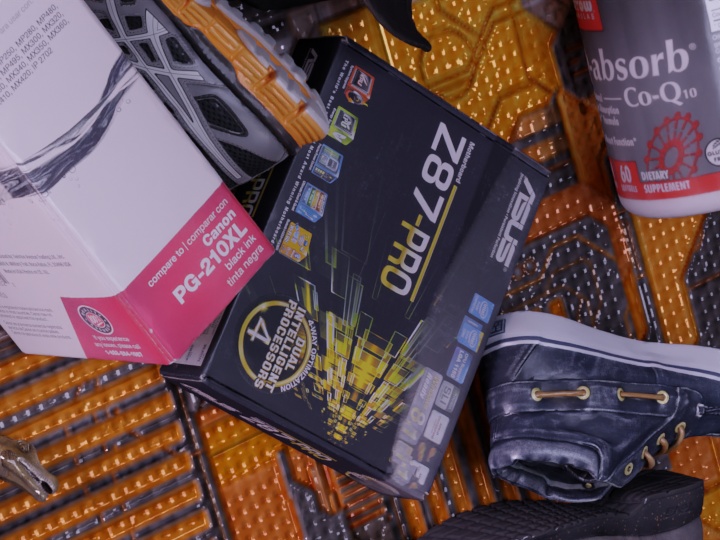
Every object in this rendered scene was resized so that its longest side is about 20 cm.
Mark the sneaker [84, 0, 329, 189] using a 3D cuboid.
[{"bbox_3d":[-0.106,-0.118,1.378,0.077,0.078,0.200,-41,104,14],"label":"sneaker"}]

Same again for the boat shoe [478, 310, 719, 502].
[{"bbox_3d":[0.151,0.089,1.551,0.200,0.071,0.091,12,63,-27],"label":"boat shoe"}]

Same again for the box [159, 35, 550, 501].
[{"bbox_3d":[0.000,0.000,1.468,0.161,0.049,0.200,32,73,-34],"label":"box"}]

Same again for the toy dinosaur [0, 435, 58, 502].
[{"bbox_3d":[-0.229,0.062,1.319,0.200,0.058,0.101,52,49,-33],"label":"toy dinosaur"}]

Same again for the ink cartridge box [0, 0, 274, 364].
[{"bbox_3d":[-0.157,-0.057,1.298,0.084,0.145,0.200,-49,117,-25],"label":"ink cartridge box"}]

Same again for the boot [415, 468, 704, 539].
[{"bbox_3d":[0.120,0.193,1.549,0.200,0.070,0.132,-8,102,-30],"label":"boot"}]

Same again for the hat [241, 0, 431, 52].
[{"bbox_3d":[-0.041,-0.180,1.402,0.081,0.201,0.201,-27,111,10],"label":"hat"}]

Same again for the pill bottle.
[{"bbox_3d":[0.180,-0.139,1.547,0.116,0.116,0.200,-21,103,-32],"label":"pill bottle"}]
